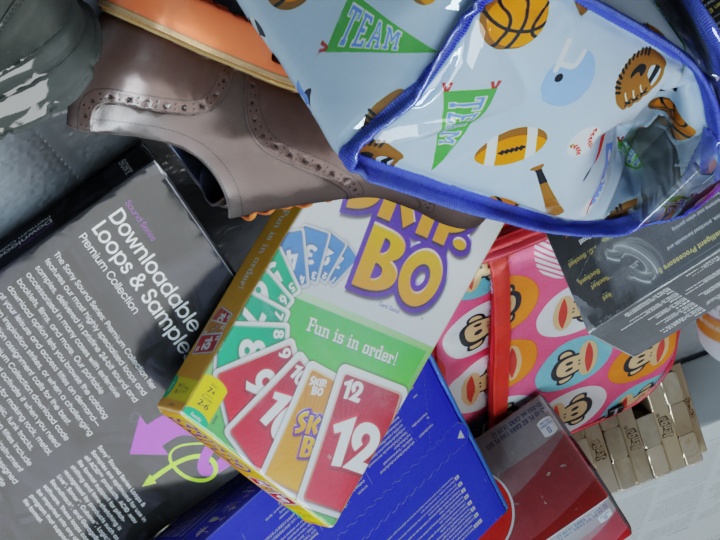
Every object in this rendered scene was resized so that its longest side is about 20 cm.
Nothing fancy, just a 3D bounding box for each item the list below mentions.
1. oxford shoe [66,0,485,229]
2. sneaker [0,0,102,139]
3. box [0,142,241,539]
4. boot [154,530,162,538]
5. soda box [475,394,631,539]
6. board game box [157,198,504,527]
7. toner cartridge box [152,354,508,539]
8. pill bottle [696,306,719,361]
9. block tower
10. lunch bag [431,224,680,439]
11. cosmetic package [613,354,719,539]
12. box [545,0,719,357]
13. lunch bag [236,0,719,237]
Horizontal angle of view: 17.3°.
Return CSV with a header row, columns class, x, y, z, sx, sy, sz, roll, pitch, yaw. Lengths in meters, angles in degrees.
class,x,y,z,sx,sy,sz,roll,pitch,yaw
oxford shoe,-0.029,-0.051,0.946,0.199,0.071,0.073,25,91,-28
sneaker,-0.191,-0.068,0.835,0.199,0.076,0.091,-35,138,-15
box,-0.132,0.060,1.007,0.199,0.036,0.143,-34,115,-2
boot,-0.091,0.140,1.173,0.199,0.072,0.155,-23,146,-28
soda box,0.032,0.152,1.169,0.199,0.070,0.063,-34,151,2
board game box,0.000,0.000,1.016,0.095,0.030,0.201,40,70,-31
toner cartridge box,-0.023,0.126,1.058,0.200,0.043,0.096,-39,111,-37
pill bottle,0.214,-0.058,1.114,0.111,0.112,0.202,-13,111,-31
block tower,0.088,0.104,1.272,0.198,0.058,0.054,-20,-173,-12
lunch bag,0.072,0.015,1.167,0.175,0.082,0.201,-22,146,-13
cosmetic package,0.157,0.132,1.409,0.199,0.052,0.152,-18,141,-25
box,0.159,-0.082,1.009,0.199,0.159,0.050,-34,149,21
lunch bag,0.050,-0.109,0.904,0.124,0.171,0.199,-43,146,20
